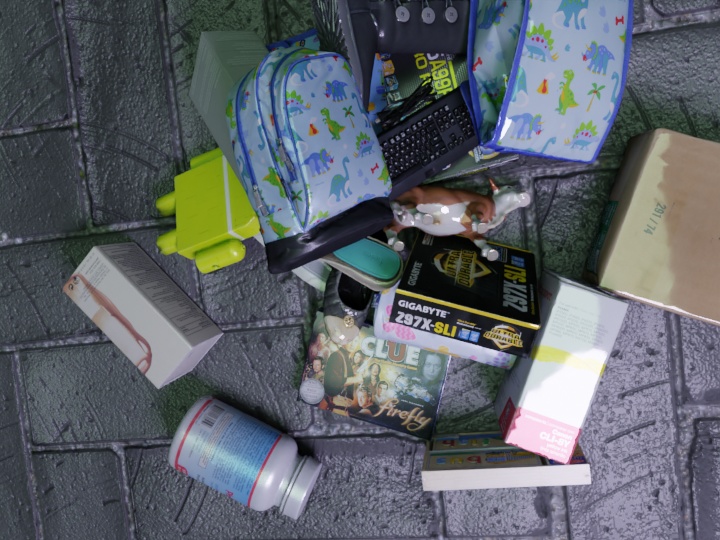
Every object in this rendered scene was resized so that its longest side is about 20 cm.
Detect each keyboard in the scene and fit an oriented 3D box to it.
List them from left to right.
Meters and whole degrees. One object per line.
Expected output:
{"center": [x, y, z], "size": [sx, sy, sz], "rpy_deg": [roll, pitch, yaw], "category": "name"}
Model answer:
{"center": [0.064, -0.161, 0.698], "size": [0.199, 0.040, 0.105], "rpy_deg": [-34, 98, -15], "category": "keyboard"}

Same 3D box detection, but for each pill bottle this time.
{"center": [-0.160, 0.268, 0.827], "size": [0.198, 0.109, 0.110], "rpy_deg": [24, 98, 8], "category": "pill bottle"}

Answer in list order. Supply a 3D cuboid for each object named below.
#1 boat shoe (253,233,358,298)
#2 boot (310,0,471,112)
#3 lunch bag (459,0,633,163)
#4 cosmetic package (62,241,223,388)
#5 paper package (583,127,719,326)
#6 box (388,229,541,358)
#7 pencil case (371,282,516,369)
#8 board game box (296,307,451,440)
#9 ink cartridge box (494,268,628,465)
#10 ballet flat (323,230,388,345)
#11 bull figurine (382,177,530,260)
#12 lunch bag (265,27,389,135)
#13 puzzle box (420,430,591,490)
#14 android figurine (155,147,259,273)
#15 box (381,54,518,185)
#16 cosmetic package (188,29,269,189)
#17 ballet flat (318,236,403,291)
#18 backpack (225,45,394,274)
{"center": [-0.071, -0.036, 0.806], "size": [0.200, 0.070, 0.072], "rpy_deg": [38, 106, 9], "category": "boat shoe"}
{"center": [0.049, -0.260, 0.683], "size": [0.065, 0.198, 0.167], "rpy_deg": [13, 115, 53], "category": "boot"}
{"center": [0.215, -0.233, 0.682], "size": [0.168, 0.127, 0.203], "rpy_deg": [2, 90, -25], "category": "lunch bag"}
{"center": [-0.311, 0.060, 0.842], "size": [0.200, 0.103, 0.087], "rpy_deg": [44, 102, 6], "category": "cosmetic package"}
{"center": [0.395, -0.050, 0.703], "size": [0.189, 0.103, 0.202], "rpy_deg": [18, 98, 10], "category": "paper package"}
{"center": [0.131, 0.017, 0.707], "size": [0.158, 0.200, 0.050], "rpy_deg": [16, 117, 8], "category": "box"}
{"center": [0.113, 0.064, 0.760], "size": [0.198, 0.083, 0.092], "rpy_deg": [13, 74, 7], "category": "pencil case"}
{"center": [0.020, 0.143, 0.821], "size": [0.198, 0.035, 0.137], "rpy_deg": [14, 96, 9], "category": "board game box"}
{"center": [0.241, 0.110, 0.721], "size": [0.083, 0.145, 0.202], "rpy_deg": [18, 97, 8], "category": "ink cartridge box"}
{"center": [0.000, 0.000, 0.760], "size": [0.066, 0.057, 0.202], "rpy_deg": [29, 65, -25], "category": "ballet flat"}
{"center": [0.118, -0.070, 0.733], "size": [0.197, 0.122, 0.066], "rpy_deg": [2, 121, 1], "category": "bull figurine"}
{"center": [-0.070, -0.228, 0.774], "size": [0.198, 0.094, 0.152], "rpy_deg": [3, 107, 38], "category": "lunch bag"}
{"center": [0.180, 0.239, 0.750], "size": [0.198, 0.133, 0.026], "rpy_deg": [-6, 93, 10], "category": "puzzle box"}
{"center": [-0.195, -0.092, 0.805], "size": [0.198, 0.041, 0.184], "rpy_deg": [-19, 65, 17], "category": "android figurine"}
{"center": [0.107, -0.222, 0.772], "size": [0.158, 0.044, 0.202], "rpy_deg": [-13, 92, 12], "category": "box"}
{"center": [-0.134, -0.196, 0.739], "size": [0.201, 0.090, 0.107], "rpy_deg": [56, 141, 16], "category": "cosmetic package"}
{"center": [-0.040, -0.037, 0.715], "size": [0.199, 0.069, 0.070], "rpy_deg": [33, 99, -1], "category": "ballet flat"}
{"center": [-0.054, -0.124, 0.604], "size": [0.153, 0.162, 0.202], "rpy_deg": [-32, 83, 52], "category": "backpack"}
